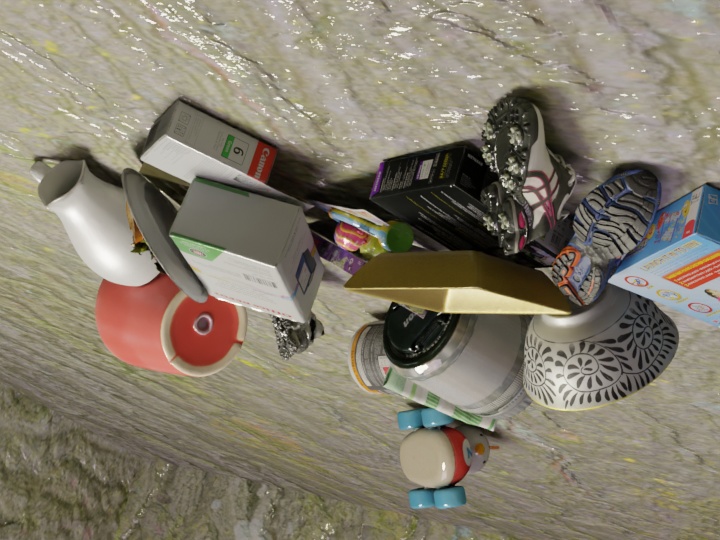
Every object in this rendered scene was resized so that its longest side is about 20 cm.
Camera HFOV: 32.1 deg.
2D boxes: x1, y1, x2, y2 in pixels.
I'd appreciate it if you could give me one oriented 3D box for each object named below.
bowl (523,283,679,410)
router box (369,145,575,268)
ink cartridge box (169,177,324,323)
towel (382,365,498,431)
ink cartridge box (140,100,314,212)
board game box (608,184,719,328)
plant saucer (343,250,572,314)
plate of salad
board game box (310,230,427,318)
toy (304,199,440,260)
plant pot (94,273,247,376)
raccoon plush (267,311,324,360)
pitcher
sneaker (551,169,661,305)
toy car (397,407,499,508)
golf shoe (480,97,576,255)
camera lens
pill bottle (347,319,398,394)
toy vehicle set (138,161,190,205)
[{"bbox_3d":[0.273,0.067,1.502,0.199,0.201,0.095,-1,125,43],"label":"bowl"},{"bbox_3d":[0.130,-0.064,1.406,0.199,0.052,0.148,31,159,-33],"label":"router box"},{"bbox_3d":[-0.136,-0.021,1.554,0.144,0.088,0.200,16,159,14],"label":"ink cartridge box"},{"bbox_3d":[0.140,0.131,1.795,0.198,0.154,0.023,26,173,-28],"label":"towel"},{"bbox_3d":[-0.154,-0.126,1.498,0.198,0.051,0.109,24,161,-21],"label":"ink cartridge box"},{"bbox_3d":[0.394,-0.002,1.332,0.194,0.057,0.200,22,161,-11],"label":"board game box"},{"bbox_3d":[0.114,0.013,1.438,0.198,0.049,0.199,-1,171,41],"label":"plant saucer"},{"bbox_3d":[-0.260,-0.041,1.624,0.048,0.201,0.200,-30,148,7],"label":"plate of salad"},{"bbox_3d":[0.000,0.000,1.632,0.119,0.033,0.200,26,-178,-30],"label":"board game box"},{"bbox_3d":[0.005,-0.041,1.523,0.114,0.048,0.200,27,173,-23],"label":"toy"},{"bbox_3d":[-0.268,0.065,1.847,0.199,0.202,0.177,31,172,-35],"label":"plant pot"},{"bbox_3d":[-0.143,0.047,1.837,0.197,0.136,0.097,15,163,8],"label":"raccoon plush"},{"bbox_3d":[-0.372,-0.076,1.766,0.171,0.122,0.200,28,165,51],"label":"pitcher"},{"bbox_3d":[0.263,-0.047,1.318,0.075,0.078,0.201,40,147,9],"label":"sneaker"},{"bbox_3d":[0.192,0.347,2.400,0.198,0.187,0.176,-6,174,-30],"label":"toy car"},{"bbox_3d":[0.170,-0.105,1.249,0.087,0.078,0.201,-21,146,-12],"label":"golf shoe"},{"bbox_3d":[0.140,0.097,1.678,0.199,0.162,0.159,31,157,-35],"label":"camera lens"},{"bbox_3d":[0.079,0.129,1.897,0.116,0.118,0.199,29,159,-31],"label":"pill bottle"},{"bbox_3d":[-0.187,-0.082,1.655,0.123,0.027,0.200,16,163,37],"label":"toy vehicle set"}]
